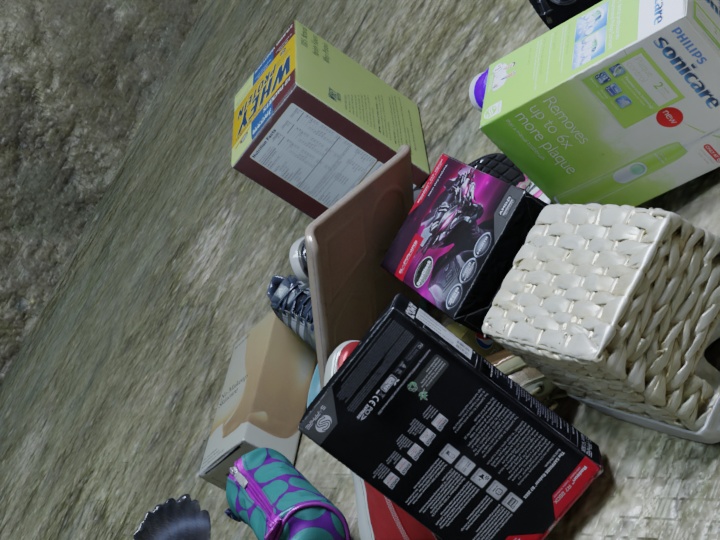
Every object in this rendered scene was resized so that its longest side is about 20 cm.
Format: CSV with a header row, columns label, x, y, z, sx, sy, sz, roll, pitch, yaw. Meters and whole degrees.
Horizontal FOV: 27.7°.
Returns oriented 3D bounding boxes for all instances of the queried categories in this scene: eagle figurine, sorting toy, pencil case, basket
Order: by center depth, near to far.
label,x,y,z,sx,sy,sz,roll,pitch,yaw
basket,0.198,0.030,1.076,0.136,0.123,0.200,-61,21,-7
sorting toy,0.000,0.000,1.384,0.036,0.186,0.200,13,36,26
eagle figurine,-0.154,0.344,1.434,0.200,0.150,0.152,-111,25,-50
pencil case,-0.076,0.243,1.451,0.085,0.092,0.200,-59,21,-3

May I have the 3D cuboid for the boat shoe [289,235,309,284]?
label,x,y,z,sx,sy,sz,roll,pitch,yaw
boat shoe,-0.001,-0.043,1.649,0.060,0.074,0.200,-17,7,39

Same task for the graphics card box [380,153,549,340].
label,x,y,z,sx,sy,sz,roll,pitch,yaw
graphics card box,0.094,-0.025,1.292,0.126,0.051,0.200,-60,23,4

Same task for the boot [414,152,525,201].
label,x,y,z,sx,sy,sz,roll,pitch,yaw
boot,0.079,-0.066,1.542,0.200,0.070,0.132,-39,19,8

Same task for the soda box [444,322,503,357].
label,x,y,z,sx,sy,sz,roll,pitch,yaw
soda box,0.062,0.104,1.345,0.064,0.068,0.200,-48,12,-34

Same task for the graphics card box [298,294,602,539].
label,x,y,z,sx,sy,sz,roll,pitch,yaw
graphics card box,0.068,0.128,1.108,0.126,0.200,0.051,-53,3,16

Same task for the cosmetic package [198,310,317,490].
label,x,y,z,sx,sy,sz,roll,pitch,yaw
cosmetic package,-0.114,0.154,1.694,0.105,0.071,0.200,-41,26,39

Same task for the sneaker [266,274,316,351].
label,x,y,z,sx,sy,sz,roll,pitch,yaw
sneaker,-0.058,0.047,1.626,0.074,0.081,0.200,-60,17,-5

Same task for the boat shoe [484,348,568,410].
label,x,y,z,sx,sy,sz,roll,pitch,yaw
boat shoe,0.108,0.106,1.193,0.199,0.063,0.073,-25,1,-10

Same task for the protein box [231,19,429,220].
label,x,y,z,sx,sy,sz,roll,pitch,yaw
protein box,-0.040,-0.168,1.797,0.135,0.200,0.199,-49,22,23

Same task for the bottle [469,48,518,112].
label,x,y,z,sx,sy,sz,roll,pitch,yaw
bottle,0.178,-0.193,1.526,0.084,0.065,0.200,-65,21,-8

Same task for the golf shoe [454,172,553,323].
label,x,y,z,sx,sy,sz,roll,pitch,yaw
golf shoe,0.153,-0.020,1.326,0.200,0.072,0.092,-59,22,-4

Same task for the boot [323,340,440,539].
label,x,y,z,sx,sy,sz,roll,pitch,yaw
boot,0.044,0.144,1.250,0.144,0.072,0.201,-29,74,51

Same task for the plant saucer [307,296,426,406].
label,x,y,z,sx,sy,sz,roll,pitch,yaw
plant saucer,0.011,0.089,1.563,0.200,0.027,0.200,-48,22,26

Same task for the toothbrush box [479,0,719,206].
label,x,y,z,sx,sy,sz,roll,pitch,yaw
toothbrush box,0.220,-0.139,1.187,0.200,0.146,0.086,-27,35,34

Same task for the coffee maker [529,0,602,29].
label,x,y,z,sx,sy,sz,roll,pitch,yaw
coffee maker,0.222,-0.301,1.409,0.200,0.191,0.135,178,81,-79
